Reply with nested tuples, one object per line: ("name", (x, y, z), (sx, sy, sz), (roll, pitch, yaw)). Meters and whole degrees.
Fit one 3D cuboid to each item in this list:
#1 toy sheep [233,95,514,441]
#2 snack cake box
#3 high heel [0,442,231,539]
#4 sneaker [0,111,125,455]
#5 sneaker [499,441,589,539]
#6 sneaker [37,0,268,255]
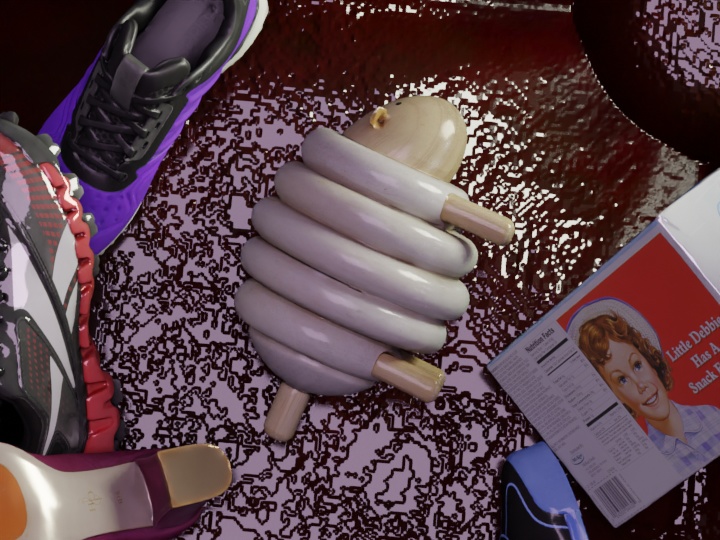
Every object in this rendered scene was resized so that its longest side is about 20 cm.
("toy sheep", (0.000, 0.000, 1.579), (0.137, 0.138, 0.201), (25, 90, 1))
("snack cake box", (0.161, 0.041, 1.539), (0.067, 0.200, 0.115), (-35, 85, -33))
("high heel", (-0.170, 0.123, 1.542), (0.199, 0.096, 0.068), (-12, 79, -30))
("sneaker", (-0.184, 0.022, 1.558), (0.098, 0.071, 0.202), (-24, 112, -43))
("sneaker", (0.090, 0.195, 1.589), (0.077, 0.070, 0.201), (-12, 85, -7))
("sneaker", (-0.126, -0.091, 1.595), (0.069, 0.100, 0.201), (34, 88, 2))
